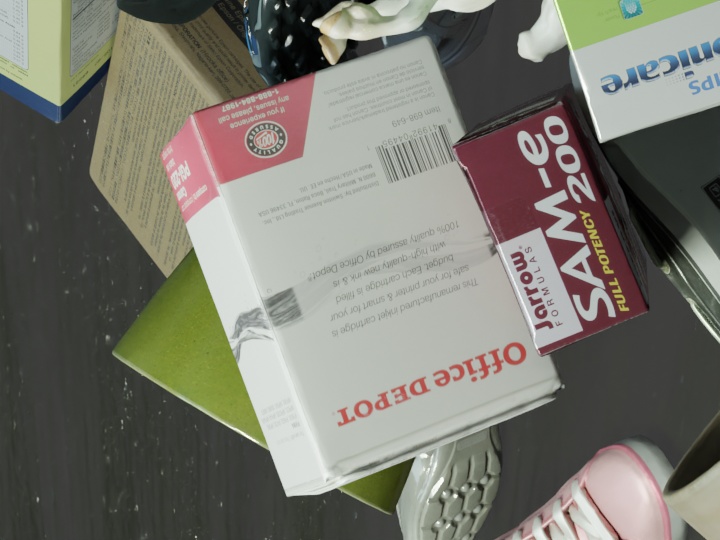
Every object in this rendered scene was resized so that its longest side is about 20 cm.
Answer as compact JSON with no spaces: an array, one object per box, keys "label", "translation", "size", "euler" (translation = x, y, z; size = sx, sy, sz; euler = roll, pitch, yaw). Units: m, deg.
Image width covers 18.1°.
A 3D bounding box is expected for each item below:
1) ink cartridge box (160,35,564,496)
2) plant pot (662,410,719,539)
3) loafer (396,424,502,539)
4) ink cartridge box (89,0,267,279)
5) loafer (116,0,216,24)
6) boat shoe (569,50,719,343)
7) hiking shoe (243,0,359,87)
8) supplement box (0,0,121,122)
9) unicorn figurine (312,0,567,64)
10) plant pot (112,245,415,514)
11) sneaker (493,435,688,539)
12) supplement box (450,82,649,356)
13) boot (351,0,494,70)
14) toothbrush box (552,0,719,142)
[{"label":"ink cartridge box","translation":[0.000,0.000,1.182],"size":[0.201,0.145,0.085],"euler":[69,159,5]},{"label":"plant pot","translation":[0.260,0.084,0.973],"size":[0.173,0.200,0.200],"euler":[43,147,4]},{"label":"loafer","translation":[0.049,0.096,1.417],"size":[0.070,0.070,0.201],"euler":[41,136,43]},{"label":"ink cartridge box","translation":[-0.098,-0.080,1.507],"size":[0.165,0.075,0.201],"euler":[50,147,21]},{"label":"loafer","translation":[-0.086,-0.217,1.355],"size":[0.199,0.072,0.073],"euler":[-23,59,49]},{"label":"boat shoe","translation":[0.161,-0.033,1.131],"size":[0.201,0.070,0.064],"euler":[59,152,13]},{"label":"hiking shoe","translation":[-0.043,-0.141,1.302],"size":[0.087,0.074,0.200],"euler":[48,169,22]},{"label":"supplement box","translation":[-0.233,-0.243,1.460],"size":[0.199,0.134,0.200],"euler":[30,147,12]},{"label":"unicorn figurine","translation":[0.033,-0.154,1.083],"size":[0.201,0.137,0.074],"euler":[63,175,7]},{"label":"plant pot","translation":[-0.014,0.006,1.303],"size":[0.186,0.201,0.187],"euler":[29,177,2]},{"label":"sneaker","translation":[0.115,0.175,1.330],"size":[0.076,0.104,0.200],"euler":[57,148,17]},{"label":"supplement box","translation":[0.098,-0.031,1.135],"size":[0.200,0.061,0.109],"euler":[-48,-65,-79]},{"label":"boot","translation":[0.028,-0.161,1.221],"size":[0.074,0.095,0.200],"euler":[55,149,16]},{"label":"toothbrush box","translation":[0.109,-0.173,0.973],"size":[0.146,0.085,0.201],"euler":[-71,-37,-75]}]
